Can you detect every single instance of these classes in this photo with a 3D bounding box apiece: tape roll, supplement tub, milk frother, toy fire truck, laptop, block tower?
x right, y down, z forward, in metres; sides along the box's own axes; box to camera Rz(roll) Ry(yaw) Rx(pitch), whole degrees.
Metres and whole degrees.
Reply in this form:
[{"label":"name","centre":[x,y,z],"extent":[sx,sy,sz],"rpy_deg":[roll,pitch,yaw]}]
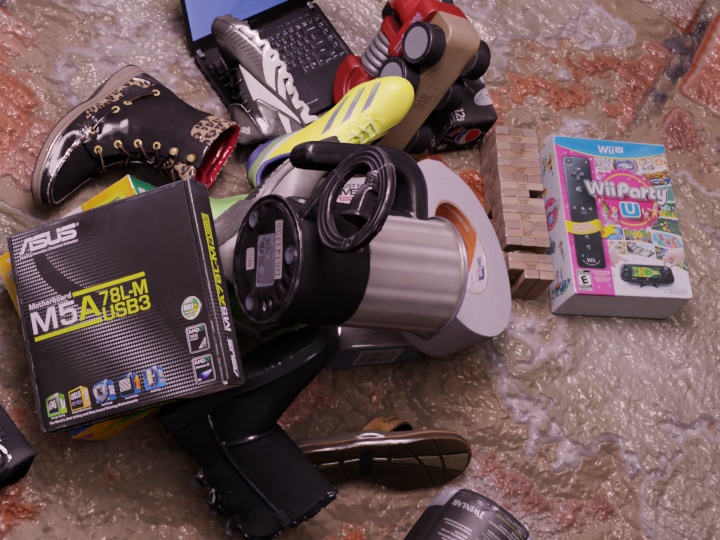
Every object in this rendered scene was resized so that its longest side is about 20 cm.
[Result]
[{"label":"tape roll","centre":[0.080,-0.013,1.497],"extent":[0.200,0.066,0.200],"rpy_deg":[39,40,-41]},{"label":"supplement tub","centre":[0.072,0.317,1.366],"extent":[0.123,0.123,0.200],"rpy_deg":[39,61,4]},{"label":"milk frother","centre":[0.019,-0.022,1.269],"extent":[0.188,0.200,0.181],"rpy_deg":[5,101,-34]},{"label":"toy fire truck","centre":[0.019,-0.254,1.595],"extent":[0.129,0.176,0.200],"rpy_deg":[7,42,-41]},{"label":"laptop","centre":[-0.095,-0.277,1.611],"extent":[0.177,0.103,0.200],"rpy_deg":[-29,76,-26]},{"label":"block tower","centre":[0.176,-0.071,1.623],"extent":[0.054,0.058,0.200],"rpy_deg":[4,63,-17]}]

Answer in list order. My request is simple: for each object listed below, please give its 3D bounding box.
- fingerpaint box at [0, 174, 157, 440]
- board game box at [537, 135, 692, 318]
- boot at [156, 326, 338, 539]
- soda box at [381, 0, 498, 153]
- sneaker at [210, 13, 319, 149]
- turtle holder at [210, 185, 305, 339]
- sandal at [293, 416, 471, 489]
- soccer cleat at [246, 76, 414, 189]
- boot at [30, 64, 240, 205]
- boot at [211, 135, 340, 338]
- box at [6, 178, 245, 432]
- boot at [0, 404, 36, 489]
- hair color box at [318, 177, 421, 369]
[{"label":"fingerpaint box","centre":[-0.236,0.038,1.387],"extent":[0.167,0.073,0.200],"rpy_deg":[-32,74,11]},{"label":"board game box","centre":[0.287,-0.050,1.644],"extent":[0.147,0.064,0.200],"rpy_deg":[3,64,-16]},{"label":"boot","centre":[-0.079,0.160,1.348],"extent":[0.162,0.198,0.073],"rpy_deg":[56,18,-14]},{"label":"soda box","centre":[0.091,-0.242,1.670],"extent":[0.063,0.071,0.200],"rpy_deg":[-9,69,-24]},{"label":"sneaker","centre":[-0.112,-0.181,1.554],"extent":[0.090,0.066,0.200],"rpy_deg":[-42,108,-22]},{"label":"turtle holder","centre":[-0.120,-0.003,1.455],"extent":[0.185,0.132,0.141],"rpy_deg":[11,63,-11]},{"label":"sandal","centre":[0.016,0.181,1.453],"extent":[0.200,0.082,0.055],"rpy_deg":[-2,44,-11]},{"label":"soccer cleat","centre":[-0.028,-0.134,1.498],"extent":[0.200,0.065,0.084],"rpy_deg":[-28,30,9]},{"label":"boot","centre":[-0.233,-0.121,1.493],"extent":[0.151,0.073,0.200],"rpy_deg":[26,52,15]},{"label":"boot","centre":[-0.061,-0.031,1.385],"extent":[0.131,0.068,0.200],"rpy_deg":[49,62,-4]},{"label":"box","centre":[-0.218,0.034,1.315],"extent":[0.200,0.048,0.193],"rpy_deg":[-15,81,18]},{"label":"boot","centre":[-0.425,0.142,1.334],"extent":[0.165,0.066,0.200],"rpy_deg":[-32,82,-26]},{"label":"hair color box","centre":[0.000,0.000,1.532],"extent":[0.099,0.061,0.200],"rpy_deg":[-3,67,-19]}]
